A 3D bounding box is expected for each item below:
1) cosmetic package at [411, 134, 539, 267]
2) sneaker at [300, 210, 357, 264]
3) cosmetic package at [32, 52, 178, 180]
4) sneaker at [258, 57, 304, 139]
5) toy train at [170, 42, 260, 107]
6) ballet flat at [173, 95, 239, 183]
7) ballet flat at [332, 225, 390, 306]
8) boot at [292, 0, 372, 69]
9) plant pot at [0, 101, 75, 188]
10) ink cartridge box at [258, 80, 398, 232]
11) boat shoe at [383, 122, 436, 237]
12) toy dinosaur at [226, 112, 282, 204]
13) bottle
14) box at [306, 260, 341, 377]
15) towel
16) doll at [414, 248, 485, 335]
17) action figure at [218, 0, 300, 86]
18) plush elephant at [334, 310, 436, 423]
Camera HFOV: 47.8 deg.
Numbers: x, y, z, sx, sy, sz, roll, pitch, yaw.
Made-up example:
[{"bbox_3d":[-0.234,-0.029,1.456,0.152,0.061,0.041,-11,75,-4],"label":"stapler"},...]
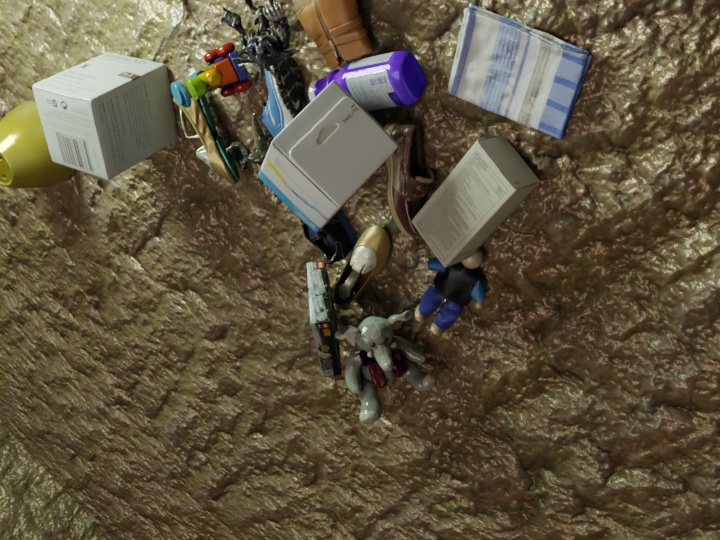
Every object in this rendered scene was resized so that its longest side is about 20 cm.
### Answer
[{"bbox_3d":[0.179,-0.108,1.293,0.104,0.073,0.200,56,134,16],"label":"cosmetic package"},{"bbox_3d":[-0.083,-0.106,1.507,0.070,0.078,0.201,-26,103,44],"label":"sneaker"},{"bbox_3d":[-0.491,-0.306,1.585,0.164,0.200,0.166,17,130,26],"label":"cosmetic package"},{"bbox_3d":[-0.146,-0.291,1.427,0.088,0.079,0.202,8,124,30],"label":"sneaker"},{"bbox_3d":[-0.251,-0.335,1.409,0.199,0.115,0.085,8,128,60],"label":"toy train"},{"bbox_3d":[-0.297,-0.253,1.559,0.063,0.069,0.201,-21,101,6],"label":"ballet flat"},{"bbox_3d":[0.000,0.000,1.529,0.068,0.063,0.201,34,134,9],"label":"ballet flat"},{"bbox_3d":[-0.023,-0.407,1.253,0.199,0.077,0.156,-14,109,44],"label":"boot"},{"bbox_3d":[-0.777,-0.269,1.865,0.199,0.142,0.201,19,128,25],"label":"plant pot"},{"bbox_3d":[-0.058,-0.177,1.313,0.146,0.147,0.200,44,166,-4],"label":"ink cartridge box"},{"bbox_3d":[0.089,-0.149,1.358,0.071,0.072,0.202,6,116,35],"label":"boat shoe"},{"bbox_3d":[-0.198,-0.215,1.528,0.087,0.048,0.201,3,135,23],"label":"toy dinosaur"},{"bbox_3d":[0.005,-0.299,1.312,0.199,0.066,0.084,-2,139,38],"label":"bottle"},{"bbox_3d":[-0.069,0.096,1.560,0.039,0.138,0.201,-8,144,1],"label":"box"},{"bbox_3d":[0.226,-0.289,1.190,0.199,0.024,0.148,28,133,18],"label":"towel"},{"bbox_3d":[0.159,0.028,1.442,0.136,0.048,0.201,38,135,8],"label":"doll"},{"bbox_3d":[-0.165,-0.404,1.297,0.118,0.102,0.202,-5,90,15],"label":"action figure"},{"bbox_3d":[0.038,0.153,1.518,0.155,0.163,0.201,77,170,-63],"label":"plush elephant"}]
